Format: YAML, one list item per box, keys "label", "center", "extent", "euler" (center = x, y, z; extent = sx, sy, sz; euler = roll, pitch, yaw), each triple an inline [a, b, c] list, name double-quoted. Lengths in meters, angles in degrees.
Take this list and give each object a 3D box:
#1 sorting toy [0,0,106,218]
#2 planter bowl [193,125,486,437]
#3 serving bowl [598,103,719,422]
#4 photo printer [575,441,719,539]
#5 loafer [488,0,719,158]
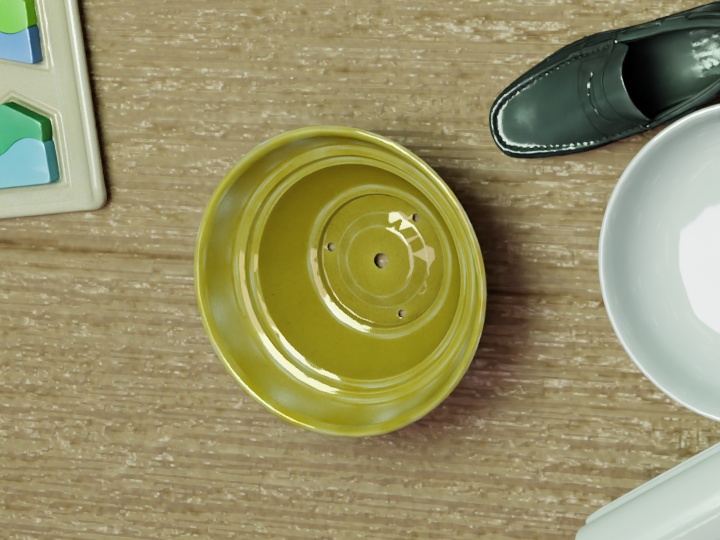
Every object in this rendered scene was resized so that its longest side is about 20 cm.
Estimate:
- label: "sorting toy"
  center: [-0.275, -0.125, 1.770]
  extent: [0.200, 0.036, 0.186]
  euler: [-4, 100, 24]
- label: "planter bowl"
  center: [0.000, 0.000, 1.654]
  extent: [0.200, 0.083, 0.201]
  euler: [5, 104, 22]
- label: "serving bowl"
  center: [0.248, -0.008, 1.557]
  extent: [0.200, 0.066, 0.201]
  euler: [5, 104, 22]
- label: "photo printer"
  center: [0.256, 0.168, 1.555]
  extent: [0.200, 0.070, 0.166]
  euler: [-33, 121, 26]
- label: "loafer"
  center: [0.163, -0.117, 1.568]
  extent: [0.200, 0.070, 0.068]
  euler: [-20, 93, 25]
